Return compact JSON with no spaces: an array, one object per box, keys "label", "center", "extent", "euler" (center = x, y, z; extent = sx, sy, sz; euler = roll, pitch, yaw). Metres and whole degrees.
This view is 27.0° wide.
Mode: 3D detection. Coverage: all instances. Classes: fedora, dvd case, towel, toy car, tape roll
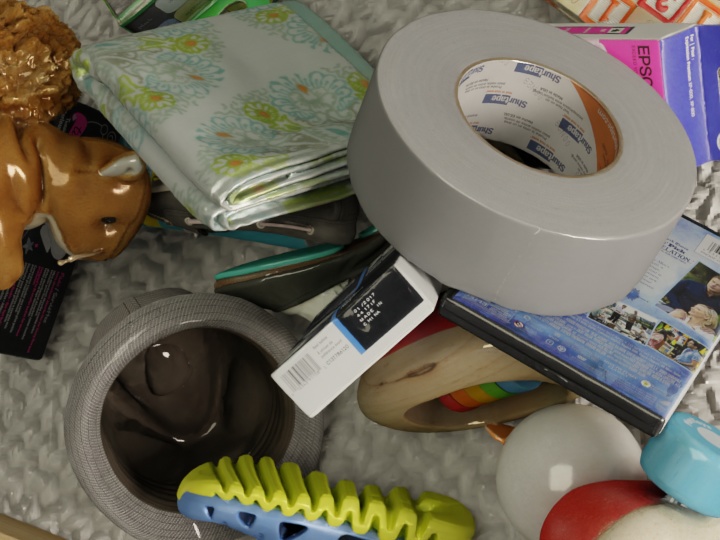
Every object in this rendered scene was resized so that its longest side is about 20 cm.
[{"label":"fedora","center":[-0.124,0.090,1.047],"extent":[0.177,0.200,0.090],"euler":[-35,36,-5]},{"label":"dvd case","center":[0.151,0.009,0.902],"extent":[0.143,0.200,0.018],"euler":[29,129,15]},{"label":"towel","center":[-0.068,-0.107,0.965],"extent":[0.200,0.171,0.048],"euler":[45,138,38]},{"label":"toy car","center":[0.159,0.148,0.936],"extent":[0.185,0.177,0.200],"euler":[-62,38,16]},{"label":"tape roll","center":[0.095,-0.068,0.891],"extent":[0.200,0.200,0.066],"euler":[45,137,22]}]

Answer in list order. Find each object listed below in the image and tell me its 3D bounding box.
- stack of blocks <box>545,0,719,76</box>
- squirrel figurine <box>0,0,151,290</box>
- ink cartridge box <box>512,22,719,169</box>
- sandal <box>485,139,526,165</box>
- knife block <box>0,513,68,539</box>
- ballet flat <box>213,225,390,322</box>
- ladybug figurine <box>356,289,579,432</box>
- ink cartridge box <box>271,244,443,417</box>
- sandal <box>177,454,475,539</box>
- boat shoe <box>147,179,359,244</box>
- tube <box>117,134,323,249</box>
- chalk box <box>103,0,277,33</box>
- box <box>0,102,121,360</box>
[{"label":"stack of blocks","center":[0.218,-0.183,0.994],"extent":[0.200,0.059,0.115],"euler":[41,98,22]},{"label":"squirrel figurine","center":[-0.234,-0.087,1.006],"extent":[0.186,0.142,0.200],"euler":[1,91,-7]},{"label":"ink cartridge box","center":[0.156,-0.113,0.981],"extent":[0.200,0.037,0.095],"euler":[5,119,31]},{"label":"sandal","center":[0.095,-0.043,0.988],"extent":[0.080,0.054,0.200],"euler":[-37,97,-1]},{"label":"knife block","center":[-0.207,0.231,1.100],"extent":[0.175,0.064,0.200],"euler":[-31,71,14]},{"label":"ballet flat","center":[0.000,0.000,1.033],"extent":[0.200,0.068,0.069],"euler":[-21,94,1]},{"label":"ladybug figurine","center":[0.081,0.052,0.967],"extent":[0.200,0.136,0.072],"euler":[-22,62,41]},{"label":"ink cartridge box","center":[0.008,0.022,0.926],"extent":[0.099,0.200,0.039],"euler":[-43,91,12]},{"label":"sandal","center":[-0.028,0.181,1.005],"extent":[0.200,0.079,0.087],"euler":[15,101,0]},{"label":"boat shoe","center":[-0.084,-0.041,1.035],"extent":[0.200,0.067,0.057],"euler":[-2,102,41]},{"label":"tube","center":[-0.111,-0.057,1.122],"extent":[0.200,0.050,0.078],"euler":[12,79,29]},{"label":"chalk box","center":[-0.131,-0.241,1.116],"extent":[0.124,0.124,0.200],"euler":[-38,70,11]},{"label":"box","center":[-0.291,-0.048,1.150],"extent":[0.132,0.115,0.200],"euler":[18,88,31]}]
